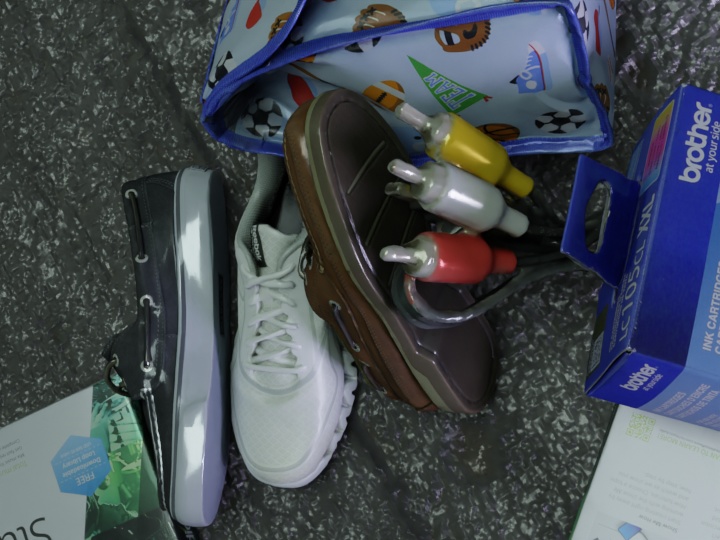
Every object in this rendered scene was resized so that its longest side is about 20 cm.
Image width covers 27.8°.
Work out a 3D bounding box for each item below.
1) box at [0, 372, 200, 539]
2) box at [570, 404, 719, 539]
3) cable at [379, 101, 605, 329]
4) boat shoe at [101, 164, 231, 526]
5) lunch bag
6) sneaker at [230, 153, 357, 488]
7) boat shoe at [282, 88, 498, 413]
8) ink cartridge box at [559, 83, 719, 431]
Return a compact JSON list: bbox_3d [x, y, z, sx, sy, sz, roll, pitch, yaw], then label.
[{"bbox_3d":[-0.157,0.176,0.817,0.144,0.036,0.200,-26,76,13],"label":"box"},{"bbox_3d":[0.163,0.177,0.707,0.144,0.036,0.200,20,88,19],"label":"box"},{"bbox_3d":[0.091,-0.012,0.690,0.200,0.050,0.097,11,83,-25],"label":"cable"},{"bbox_3d":[-0.109,0.040,0.797,0.066,0.070,0.200,-3,79,6],"label":"boat shoe"},{"bbox_3d":[0.022,-0.144,0.734,0.200,0.124,0.170,-6,51,20],"label":"lunch bag"},{"bbox_3d":[-0.041,0.016,0.779,0.075,0.081,0.200,4,85,17],"label":"sneaker"},{"bbox_3d":[0.000,0.000,0.717,0.068,0.200,0.072,0,42,34],"label":"boat shoe"},{"bbox_3d":[0.185,0.005,0.657,0.200,0.076,0.137,15,68,-1],"label":"ink cartridge box"}]
